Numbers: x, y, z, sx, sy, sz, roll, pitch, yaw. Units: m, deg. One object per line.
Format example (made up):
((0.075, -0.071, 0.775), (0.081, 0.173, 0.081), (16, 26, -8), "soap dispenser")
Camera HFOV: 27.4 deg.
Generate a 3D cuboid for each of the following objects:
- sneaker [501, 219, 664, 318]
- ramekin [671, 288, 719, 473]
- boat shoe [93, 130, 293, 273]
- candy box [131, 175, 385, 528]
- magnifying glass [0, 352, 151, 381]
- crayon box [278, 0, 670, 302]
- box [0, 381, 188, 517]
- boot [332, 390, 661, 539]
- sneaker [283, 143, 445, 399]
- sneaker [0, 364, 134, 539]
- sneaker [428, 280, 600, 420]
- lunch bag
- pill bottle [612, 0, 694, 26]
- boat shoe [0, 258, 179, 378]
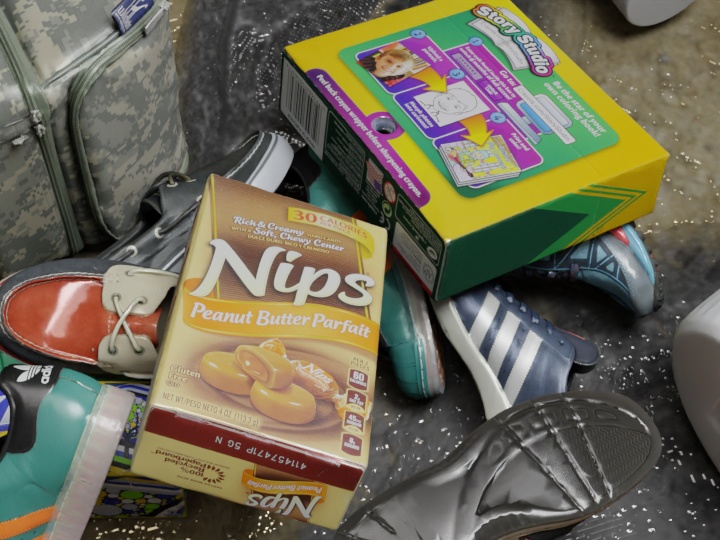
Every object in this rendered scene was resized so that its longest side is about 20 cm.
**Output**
((0.113, -0.017, 0.999), (0.199, 0.080, 0.096), (37, 74, 26), "sneaker")
((0.274, 0.083, 0.877), (0.097, 0.201, 0.201), (-30, 66, -11), "ramekin")
((-0.121, -0.030, 0.962), (0.057, 0.068, 0.200), (50, 65, -19), "boat shoe")
((-0.051, 0.039, 0.824), (0.114, 0.056, 0.201), (18, 39, -9), "candy box")
((-0.216, 0.058, 0.963), (0.197, 0.022, 0.080), (-15, 63, -10), "magnifying glass")
((0.069, -0.090, 0.953), (0.171, 0.059, 0.201), (-20, 52, -25), "crayon box")
((-0.205, 0.110, 0.906), (0.197, 0.070, 0.065), (0, 58, -3), "box")
((0.073, 0.152, 0.850), (0.198, 0.151, 0.074), (-28, 65, -16), "boot")
((0.000, 0.000, 0.985), (0.079, 0.071, 0.202), (-19, 65, 4), "sneaker")
((-0.198, 0.141, 0.830), (0.079, 0.071, 0.202), (23, 105, -7), "sneaker")
((0.103, 0.044, 0.939), (0.084, 0.075, 0.202), (-26, 81, 5), "sneaker")
((-0.196, -0.109, 0.954), (0.166, 0.201, 0.140), (-26, 60, -16), "lunch bag")
((0.187, -0.287, 1.121), (0.111, 0.112, 0.201), (-23, 65, -15), "pill bottle")
((-0.126, 0.034, 0.894), (0.198, 0.062, 0.072), (9, 88, -25), "boat shoe")
